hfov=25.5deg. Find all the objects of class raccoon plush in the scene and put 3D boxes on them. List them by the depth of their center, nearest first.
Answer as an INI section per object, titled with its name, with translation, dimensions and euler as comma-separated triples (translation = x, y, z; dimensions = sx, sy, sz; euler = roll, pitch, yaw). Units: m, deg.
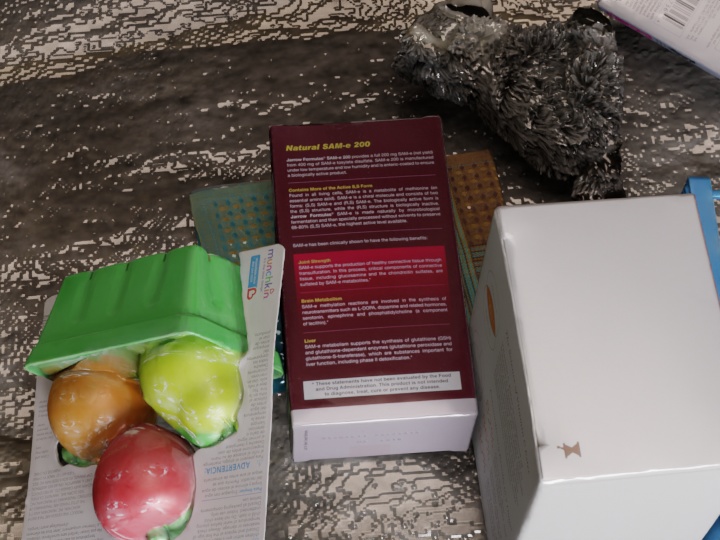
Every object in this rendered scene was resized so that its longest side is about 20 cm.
[raccoon plush]
translation = 0.095, -0.090, 0.995
dimensions = 0.134, 0.097, 0.200
euler = -6, 61, -9

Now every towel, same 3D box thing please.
[towel]
translation = 0.000, 0.000, 1.002
dimensions = 0.199, 0.022, 0.147
euler = -9, 64, -6

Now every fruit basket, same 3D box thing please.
[fruit basket]
translation = -0.117, 0.094, 0.900
dimensions = 0.185, 0.094, 0.201
euler = -13, 70, 33

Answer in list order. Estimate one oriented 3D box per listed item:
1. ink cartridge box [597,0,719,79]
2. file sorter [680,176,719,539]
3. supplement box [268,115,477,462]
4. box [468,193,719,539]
[ink cartridge box]
translation = 0.270, -0.176, 1.041
dimensions = 0.200, 0.042, 0.120
euler = 32, 97, 11
[file sorter]
translation = 0.240, 0.068, 0.897
dimensions = 0.122, 0.139, 0.200
euler = 0, 62, -2
[supplement box]
translation = 0.004, 0.008, 0.952
dimensions = 0.109, 0.061, 0.200
euler = -3, 64, -4
[box]
translation = 0.123, 0.074, 0.857
dimensions = 0.106, 0.200, 0.153
euler = -4, 64, -5
